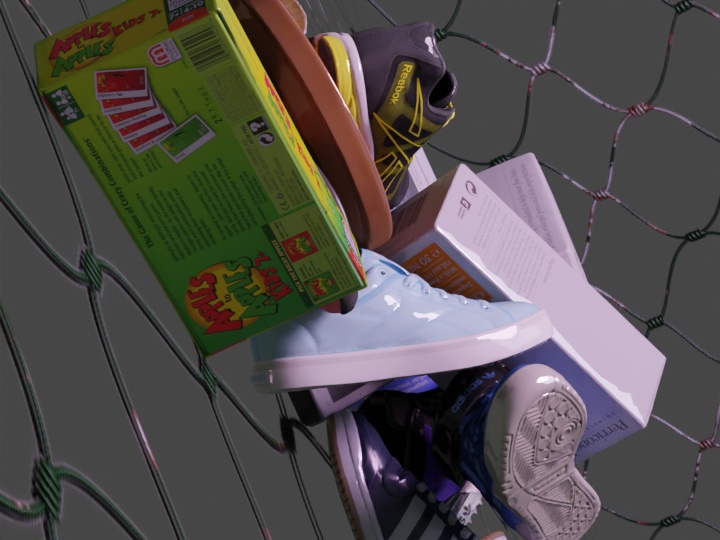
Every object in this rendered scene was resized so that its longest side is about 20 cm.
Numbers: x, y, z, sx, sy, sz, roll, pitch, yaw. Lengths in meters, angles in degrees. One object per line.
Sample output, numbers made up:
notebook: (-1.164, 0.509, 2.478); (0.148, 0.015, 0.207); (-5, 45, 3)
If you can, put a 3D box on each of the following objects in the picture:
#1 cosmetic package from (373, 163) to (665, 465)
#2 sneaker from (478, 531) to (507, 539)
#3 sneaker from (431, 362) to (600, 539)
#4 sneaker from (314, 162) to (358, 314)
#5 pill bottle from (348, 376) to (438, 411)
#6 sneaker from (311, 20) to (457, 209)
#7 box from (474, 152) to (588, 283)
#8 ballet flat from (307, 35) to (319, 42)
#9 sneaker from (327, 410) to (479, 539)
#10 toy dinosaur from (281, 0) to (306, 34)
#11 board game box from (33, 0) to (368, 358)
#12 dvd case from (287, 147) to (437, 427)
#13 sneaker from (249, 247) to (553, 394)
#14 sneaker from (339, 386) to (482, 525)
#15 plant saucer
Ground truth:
cosmetic package: (0.094, 0.037, 1.502); (0.200, 0.101, 0.071); (42, 42, -16)
sneaker: (0.100, 0.262, 1.719); (0.200, 0.070, 0.109); (51, 14, -77)
sneaker: (0.084, 0.095, 1.409); (0.111, 0.077, 0.200); (42, -11, 30)
sneaker: (-0.073, -0.052, 1.334); (0.201, 0.087, 0.074); (59, -9, 4)
pill bottle: (0.014, 0.033, 1.643); (0.112, 0.112, 0.201); (-98, 162, -67)
sneaker: (0.024, -0.093, 1.452); (0.200, 0.084, 0.075); (72, 4, -69)
box: (0.086, 0.032, 1.837); (0.199, 0.199, 0.131); (-100, 165, -63)
ballet flat: (-0.032, -0.125, 1.588); (0.057, 0.199, 0.067); (14, 81, -39)
sneaker: (0.056, 0.169, 1.417); (0.070, 0.108, 0.201); (82, -13, -82)
toy dinosaur: (-0.079, -0.142, 1.538); (0.058, 0.101, 0.201); (51, 20, -60)
board game box: (-0.082, -0.054, 1.210); (0.048, 0.101, 0.200); (-105, 169, -52)
dvd case: (0.000, 0.000, 1.533); (0.200, 0.025, 0.151); (-28, 95, -47)
sneaker: (0.026, 0.024, 1.388); (0.074, 0.199, 0.082); (-8, -91, 64)
sneaker: (0.046, 0.107, 1.539); (0.100, 0.069, 0.200); (50, 47, -22)
plant saucer: (-0.045, -0.097, 1.406); (0.201, 0.032, 0.200); (56, -11, 18)
